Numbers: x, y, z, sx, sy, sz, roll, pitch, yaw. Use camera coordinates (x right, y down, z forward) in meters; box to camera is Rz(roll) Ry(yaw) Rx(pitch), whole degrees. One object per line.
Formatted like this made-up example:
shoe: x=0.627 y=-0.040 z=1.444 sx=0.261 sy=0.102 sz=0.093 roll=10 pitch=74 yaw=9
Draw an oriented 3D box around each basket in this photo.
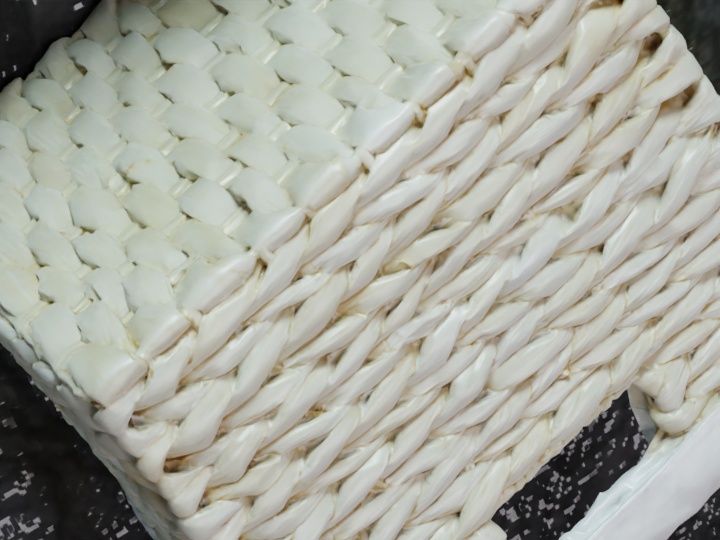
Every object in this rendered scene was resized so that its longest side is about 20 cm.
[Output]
basket: x=0.000 y=0.000 z=0.746 sx=0.198 sy=0.200 sz=0.161 roll=-43 pitch=121 yaw=-7
